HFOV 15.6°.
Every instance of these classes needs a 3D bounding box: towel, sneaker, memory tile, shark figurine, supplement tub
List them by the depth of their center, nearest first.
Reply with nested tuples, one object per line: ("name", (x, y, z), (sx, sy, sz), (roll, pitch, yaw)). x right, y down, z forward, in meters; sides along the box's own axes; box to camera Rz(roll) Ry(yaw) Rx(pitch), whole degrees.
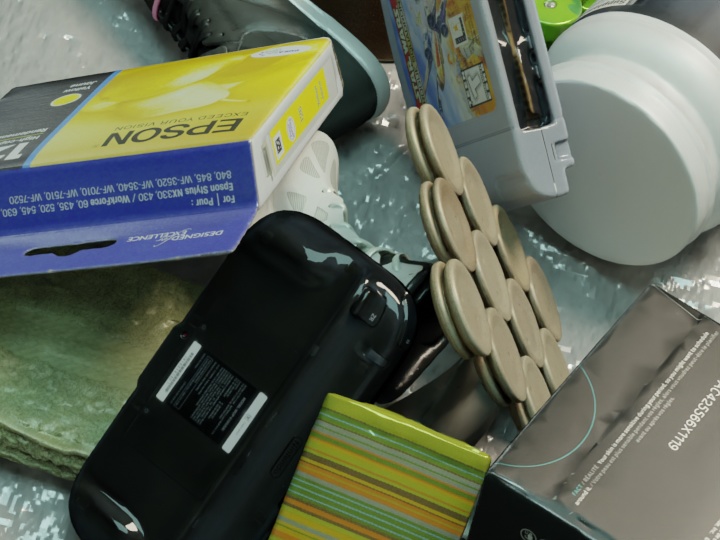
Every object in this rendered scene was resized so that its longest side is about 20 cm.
("towel", (-0.013, 0.163, 1.237), (0.086, 0.018, 0.200), (22, 87, 12))
("memory tile", (0.070, 0.017, 1.349), (0.017, 0.200, 0.153), (-20, 52, 15))
("sneaker", (0.000, 0.000, 1.361), (0.115, 0.076, 0.201), (-12, 48, 20))
("towel", (-0.152, 0.047, 1.373), (0.200, 0.037, 0.148), (17, 48, 5))
("shark figurine", (0.049, 0.050, 1.377), (0.128, 0.090, 0.215), (27, 52, 10))
("supplement tub", (0.187, -0.108, 1.501), (0.140, 0.140, 0.200), (32, 51, 16))
("sneaker", (-0.088, -0.132, 1.514), (0.200, 0.071, 0.099), (36, 48, 14))

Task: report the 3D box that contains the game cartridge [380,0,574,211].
("game cartridge", (0.056, -0.129, 1.446), (0.042, 0.133, 0.200), (-14, 89, -26))

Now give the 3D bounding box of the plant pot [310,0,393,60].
("plant pot", (0.019, -0.261, 1.560), (0.187, 0.200, 0.187), (5, 49, -6))

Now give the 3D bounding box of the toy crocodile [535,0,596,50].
("toy crocodile", (0.114, -0.167, 1.586), (0.062, 0.068, 0.200), (25, 50, 11))

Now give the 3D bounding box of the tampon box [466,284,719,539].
("tampon box", (0.132, 0.139, 1.238), (0.126, 0.200, 0.150), (32, 53, 16))

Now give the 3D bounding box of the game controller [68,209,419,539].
("game controller", (-0.060, 0.070, 1.283), (0.104, 0.042, 0.200), (38, 95, 27))

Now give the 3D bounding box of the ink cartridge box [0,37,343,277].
("ink cartridge box", (-0.129, -0.058, 1.368), (0.197, 0.047, 0.200), (-6, 21, 19))
